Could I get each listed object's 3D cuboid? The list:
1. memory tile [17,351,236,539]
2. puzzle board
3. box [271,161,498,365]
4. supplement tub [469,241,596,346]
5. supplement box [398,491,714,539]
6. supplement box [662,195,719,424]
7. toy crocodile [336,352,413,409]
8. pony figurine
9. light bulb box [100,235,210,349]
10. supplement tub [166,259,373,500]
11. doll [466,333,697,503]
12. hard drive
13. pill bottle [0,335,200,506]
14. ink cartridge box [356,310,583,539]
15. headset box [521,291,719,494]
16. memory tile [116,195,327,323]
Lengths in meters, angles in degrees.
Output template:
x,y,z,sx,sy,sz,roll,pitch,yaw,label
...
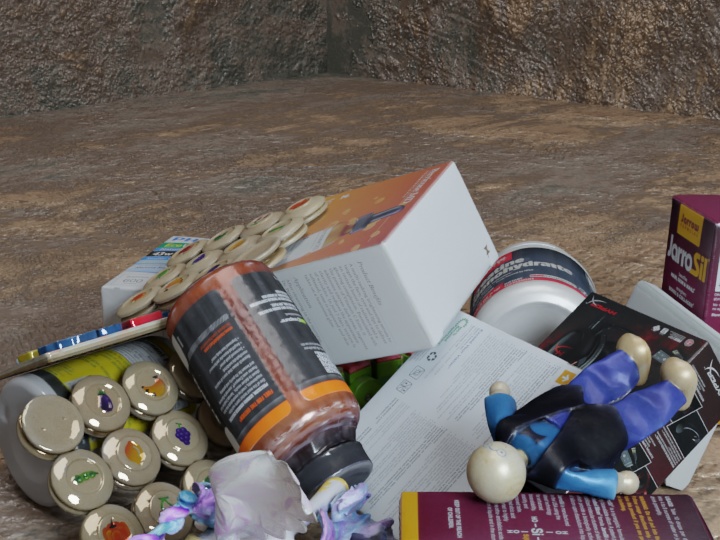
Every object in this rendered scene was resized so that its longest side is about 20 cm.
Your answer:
x,y,z,sx,sy,sz,roll,pitch,yaw,label
-0.166,0.145,0.981,0.199,0.017,0.154,-18,69,-45,memory tile
-0.215,0.057,1.068,0.198,0.018,0.150,-16,-1,-38,puzzle board
0.000,0.000,1.111,0.198,0.107,0.152,-14,23,38,box
0.182,0.055,1.259,0.138,0.142,0.200,2,17,6,supplement tub
0.123,0.212,0.783,0.197,0.112,0.086,0,16,2,supplement box
0.353,0.037,1.182,0.084,0.203,0.110,0,17,-8,supplement box
0.027,0.102,1.240,0.198,0.063,0.067,-9,19,-30,toy crocodile
-0.066,0.196,0.813,0.191,0.169,0.199,-8,0,38,pony figurine
-0.147,0.051,1.301,0.196,0.126,0.200,4,18,12,light bulb box
-0.071,0.097,0.980,0.106,0.107,0.201,-14,58,-39,supplement tub
0.144,0.108,0.839,0.199,0.049,0.136,-25,41,-38,doll
0.280,0.100,1.126,0.026,0.133,0.200,19,12,-15,hard drive
-0.210,0.124,1.075,0.113,0.116,0.199,15,22,41,pill bottle
0.078,0.138,0.981,0.196,0.043,0.199,-45,35,-13,ink cartridge box
0.186,0.128,0.998,0.200,0.075,0.148,-43,31,-11,headset box
-0.132,-0.012,1.138,0.198,0.017,0.153,-19,19,32,memory tile
